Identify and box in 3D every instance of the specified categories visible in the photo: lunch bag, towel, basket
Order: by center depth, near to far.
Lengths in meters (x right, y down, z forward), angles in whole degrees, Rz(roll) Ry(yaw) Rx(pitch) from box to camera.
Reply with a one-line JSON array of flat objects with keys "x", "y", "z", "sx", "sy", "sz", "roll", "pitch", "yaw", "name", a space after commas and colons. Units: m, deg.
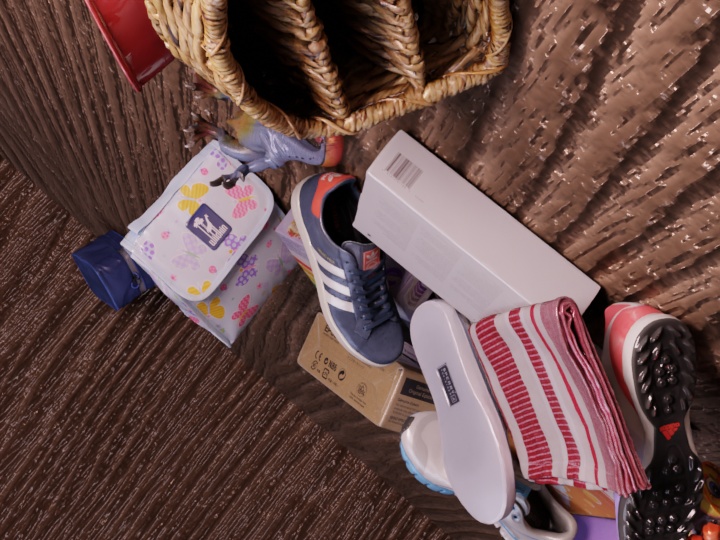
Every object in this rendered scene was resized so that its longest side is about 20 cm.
[{"x": -0.019, "y": -0.147, "z": 0.551, "sx": 0.148, "sy": 0.143, "sz": 0.201, "roll": 35, "pitch": 166, "yaw": 20, "name": "basket"}, {"x": 0.142, "y": 0.099, "z": 0.817, "sx": 0.200, "sy": 0.022, "sz": 0.146, "roll": 150, "pitch": 99, "yaw": -75, "name": "towel"}, {"x": -0.176, "y": -0.033, "z": 1.269, "sx": 0.126, "sy": 0.170, "sz": 0.201, "roll": 29, "pitch": 163, "yaw": 39, "name": "lunch bag"}, {"x": -0.574, "y": -0.007, "z": 2.507, "sx": 0.199, "sy": 0.132, "sz": 0.137, "roll": 25, "pitch": 145, "yaw": 49, "name": "lunch bag"}]

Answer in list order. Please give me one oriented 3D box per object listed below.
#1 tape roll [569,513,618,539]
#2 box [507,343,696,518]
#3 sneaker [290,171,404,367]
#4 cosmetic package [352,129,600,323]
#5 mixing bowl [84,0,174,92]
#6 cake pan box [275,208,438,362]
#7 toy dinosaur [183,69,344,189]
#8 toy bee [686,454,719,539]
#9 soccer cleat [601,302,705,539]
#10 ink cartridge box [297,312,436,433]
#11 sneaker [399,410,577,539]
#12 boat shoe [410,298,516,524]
[{"x": 0.295, "y": 0.305, "z": 1.076, "sx": 0.196, "sy": 0.087, "sz": 0.200, "roll": 8, "pitch": 168, "yaw": 2, "name": "tape roll"}, {"x": 0.203, "y": 0.155, "z": 1.001, "sx": 0.124, "sy": 0.098, "sz": 0.200, "roll": 41, "pitch": 166, "yaw": 0, "name": "box"}, {"x": 0.000, "y": 0.000, "z": 1.017, "sx": 0.084, "sy": 0.074, "sz": 0.202, "roll": -10, "pitch": 108, "yaw": 57, "name": "sneaker"}, {"x": 0.088, "y": -0.014, "z": 0.879, "sx": 0.199, "sy": 0.052, "sz": 0.151, "roll": 39, "pitch": 164, "yaw": 4, "name": "cosmetic package"}, {"x": -0.130, "y": -0.220, "z": 0.626, "sx": 0.200, "sy": 0.107, "sz": 0.203, "roll": 90, "pitch": 154, "yaw": -80, "name": "mixing bowl"}, {"x": 0.017, "y": 0.023, "z": 1.190, "sx": 0.199, "sy": 0.053, "sz": 0.185, "roll": 29, "pitch": 165, "yaw": 35, "name": "cake pan box"}, {"x": -0.077, "y": -0.137, "z": 0.964, "sx": 0.179, "sy": 0.107, "sz": 0.199, "roll": 20, "pitch": -162, "yaw": 21, "name": "toy dinosaur"}, {"x": 0.283, "y": 0.195, "z": 0.848, "sx": 0.197, "sy": 0.109, "sz": 0.132, "roll": 18, "pitch": 126, "yaw": 1, "name": "toy bee"}, {"x": 0.212, "y": 0.122, "z": 0.795, "sx": 0.073, "sy": 0.067, "sz": 0.204, "roll": -135, "pitch": 38, "yaw": -69, "name": "soccer cleat"}, {"x": 0.042, "y": 0.133, "z": 1.273, "sx": 0.163, "sy": 0.076, "sz": 0.199, "roll": 21, "pitch": -175, "yaw": -37, "name": "ink cartridge box"}, {"x": 0.128, "y": 0.197, "z": 1.010, "sx": 0.199, "sy": 0.076, "sz": 0.087, "roll": 35, "pitch": 160, "yaw": -8, "name": "sneaker"}, {"x": 0.106, "y": 0.120, "z": 0.947, "sx": 0.073, "sy": 0.065, "sz": 0.203, "roll": -25, "pitch": 74, "yaw": 45, "name": "boat shoe"}]
